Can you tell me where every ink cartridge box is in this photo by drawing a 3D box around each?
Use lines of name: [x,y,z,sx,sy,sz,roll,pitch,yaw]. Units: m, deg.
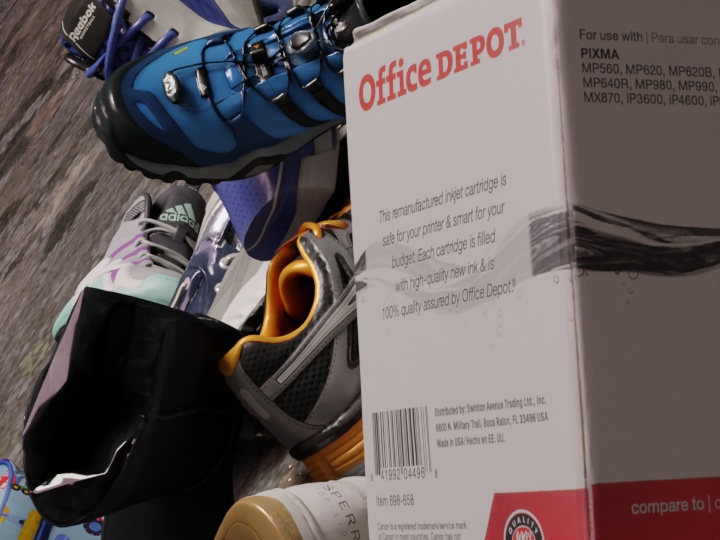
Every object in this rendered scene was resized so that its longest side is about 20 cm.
ink cartridge box: [0.063,0.012,0.687,0.144,0.084,0.201,166,102,-64]

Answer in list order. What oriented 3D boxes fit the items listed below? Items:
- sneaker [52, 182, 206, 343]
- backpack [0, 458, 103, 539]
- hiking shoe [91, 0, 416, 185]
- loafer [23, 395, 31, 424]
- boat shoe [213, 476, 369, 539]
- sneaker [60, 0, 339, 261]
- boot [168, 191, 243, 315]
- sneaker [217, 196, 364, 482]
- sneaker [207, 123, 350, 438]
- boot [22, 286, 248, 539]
sneaker: [-0.124,-0.013,1.398,0.140,0.078,0.200,-61,19,-19]
backpack: [-0.218,0.182,1.187,0.200,0.134,0.183,-24,35,54]
hiking shoe: [-0.023,-0.097,0.983,0.087,0.200,0.075,108,144,-57]
loafer: [-0.150,0.066,1.177,0.200,0.063,0.072,-30,53,59]
boat shoe: [-0.029,0.134,0.898,0.069,0.071,0.200,-19,-14,-25]
sneaker: [-0.086,-0.092,1.072,0.081,0.115,0.200,-59,34,40]
boot: [-0.065,0.023,1.207,0.200,0.073,0.090,-62,22,3]
sneaker: [0.000,0.000,0.991,0.078,0.077,0.200,-39,21,45]
sneaker: [-0.025,-0.013,1.126,0.200,0.074,0.079,-55,28,-1]
boot: [-0.095,0.094,0.950,0.200,0.065,0.165,32,-116,-84]
